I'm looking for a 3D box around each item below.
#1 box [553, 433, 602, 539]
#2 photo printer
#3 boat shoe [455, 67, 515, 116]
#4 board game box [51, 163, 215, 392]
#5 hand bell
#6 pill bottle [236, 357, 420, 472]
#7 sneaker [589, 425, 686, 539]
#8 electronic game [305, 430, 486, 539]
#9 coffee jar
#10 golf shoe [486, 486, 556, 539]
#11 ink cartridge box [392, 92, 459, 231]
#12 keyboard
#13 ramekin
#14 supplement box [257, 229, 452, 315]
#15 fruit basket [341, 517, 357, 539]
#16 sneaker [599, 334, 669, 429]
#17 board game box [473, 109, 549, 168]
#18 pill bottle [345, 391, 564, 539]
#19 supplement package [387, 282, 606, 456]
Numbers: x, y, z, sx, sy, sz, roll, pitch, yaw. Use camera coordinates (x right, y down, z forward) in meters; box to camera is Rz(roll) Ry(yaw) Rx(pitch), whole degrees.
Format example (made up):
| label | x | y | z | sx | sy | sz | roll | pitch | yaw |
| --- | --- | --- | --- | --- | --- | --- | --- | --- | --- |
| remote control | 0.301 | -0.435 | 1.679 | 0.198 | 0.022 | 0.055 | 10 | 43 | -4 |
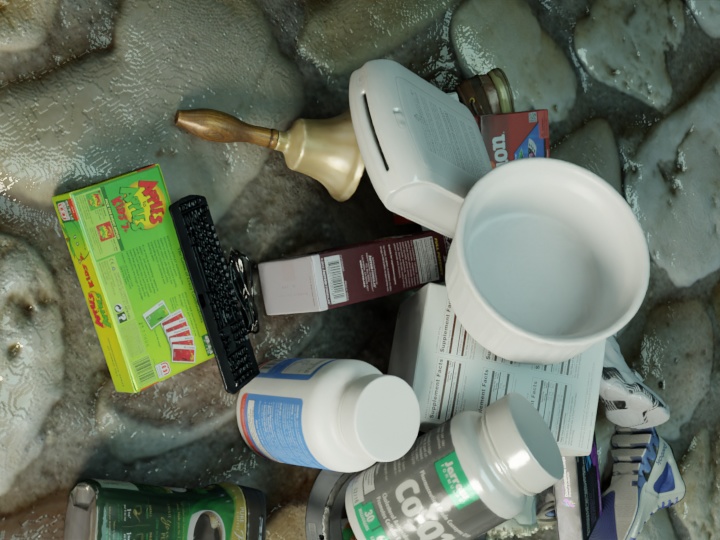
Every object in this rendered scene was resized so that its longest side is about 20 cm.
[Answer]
| label | x | y | z | sx | sy | sz | roll | pitch | yaw |
| --- | --- | --- | --- | --- | --- | --- | --- | --- | --- |
| box | 0.271 | 0.254 | 1.436 | 0.200 | 0.036 | 0.145 | -8 | 92 | -71 |
| photo printer | 0.066 | -0.127 | 1.224 | 0.199 | 0.069 | 0.168 | 19 | 49 | -52 |
| boat shoe | 0.163 | -0.147 | 1.429 | 0.067 | 0.072 | 0.202 | -14 | 106 | -3 |
| board game box | -0.221 | 0.007 | 1.134 | 0.101 | 0.047 | 0.202 | -23 | 102 | -36 |
| hand bell | -0.100 | -0.142 | 1.223 | 0.198 | 0.104 | 0.106 | 9 | 82 | -25 |
| pill bottle | -0.033 | 0.147 | 1.174 | 0.111 | 0.199 | 0.114 | 2 | 87 | -36 |
| sneaker | 0.387 | 0.308 | 1.559 | 0.115 | 0.080 | 0.201 | 34 | 66 | -28 |
| electronic game | 0.039 | 0.270 | 1.236 | 0.197 | 0.042 | 0.203 | 0 | 92 | -4 |
| coffee jar | -0.185 | 0.259 | 1.124 | 0.198 | 0.085 | 0.106 | 10 | 78 | -35 |
| golf shoe | 0.186 | 0.276 | 1.400 | 0.199 | 0.077 | 0.099 | 8 | 71 | -62 |
| ink cartridge box | 0.085 | -0.102 | 1.372 | 0.108 | 0.050 | 0.203 | -20 | 100 | -37 |
| keyboard | -0.134 | 0.016 | 1.174 | 0.104 | 0.039 | 0.202 | -45 | 121 | -70 |
| ramekin | 0.180 | -0.003 | 1.157 | 0.198 | 0.098 | 0.203 | 4 | 66 | -9 |
| supplement box | 0.000 | 0.000 | 1.264 | 0.198 | 0.108 | 0.062 | -12 | 93 | -38 |
| fruit basket | 0.047 | 0.358 | 1.293 | 0.198 | 0.093 | 0.188 | -8 | 92 | -34 |
| sneaker | 0.333 | 0.126 | 1.508 | 0.199 | 0.075 | 0.116 | 28 | 52 | -27 |
| board game box | 0.186 | -0.089 | 1.389 | 0.102 | 0.019 | 0.203 | -9 | 101 | -27 |
| pill bottle | 0.092 | 0.209 | 1.129 | 0.113 | 0.199 | 0.114 | 45 | 23 | -25 |
| supplement package | 0.141 | 0.115 | 1.272 | 0.197 | 0.191 | 0.149 | 11 | 80 | -6 |
